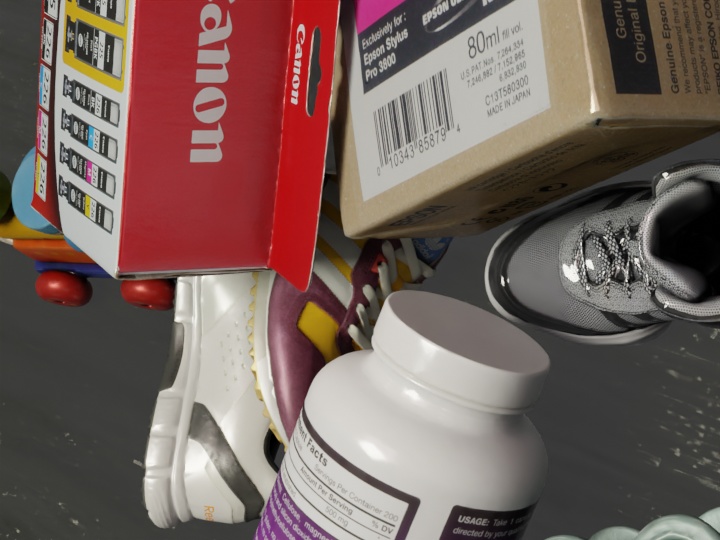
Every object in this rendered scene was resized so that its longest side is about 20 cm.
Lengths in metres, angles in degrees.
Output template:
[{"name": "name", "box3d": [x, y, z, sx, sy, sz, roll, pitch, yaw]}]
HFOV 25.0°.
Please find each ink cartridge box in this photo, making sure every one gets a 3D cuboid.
[{"name": "ink cartridge box", "box3d": [0.057, -0.113, 0.660, 0.200, 0.074, 0.166, -24, 71, 60]}, {"name": "ink cartridge box", "box3d": [-0.084, -0.105, 0.746, 0.175, 0.083, 0.202, 30, 119, 57]}]

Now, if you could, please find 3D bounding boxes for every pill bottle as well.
[{"name": "pill bottle", "box3d": [0.013, 0.115, 0.722, 0.112, 0.112, 0.201, 34, 111, 37]}]

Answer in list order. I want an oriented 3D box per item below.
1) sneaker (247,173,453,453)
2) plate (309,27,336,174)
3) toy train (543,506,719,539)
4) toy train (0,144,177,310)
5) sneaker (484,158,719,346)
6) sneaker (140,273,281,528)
[{"name": "sneaker", "box3d": [0.000, 0.000, 0.800, 0.089, 0.075, 0.202, -7, 64, 17]}, {"name": "plate", "box3d": [0.013, -0.157, 0.839, 0.199, 0.032, 0.200, -37, 55, -6]}, {"name": "toy train", "box3d": [0.149, 0.154, 0.661, 0.199, 0.085, 0.115, -17, 77, 31]}, {"name": "toy train", "box3d": [-0.194, -0.032, 0.932, 0.199, 0.115, 0.085, 2, 77, 35]}, {"name": "sneaker", "box3d": [0.125, -0.009, 0.695, 0.199, 0.113, 0.076, -4, 83, 33]}, {"name": "sneaker", "box3d": [-0.061, 0.039, 0.858, 0.079, 0.074, 0.202, 3, 73, 8]}]
